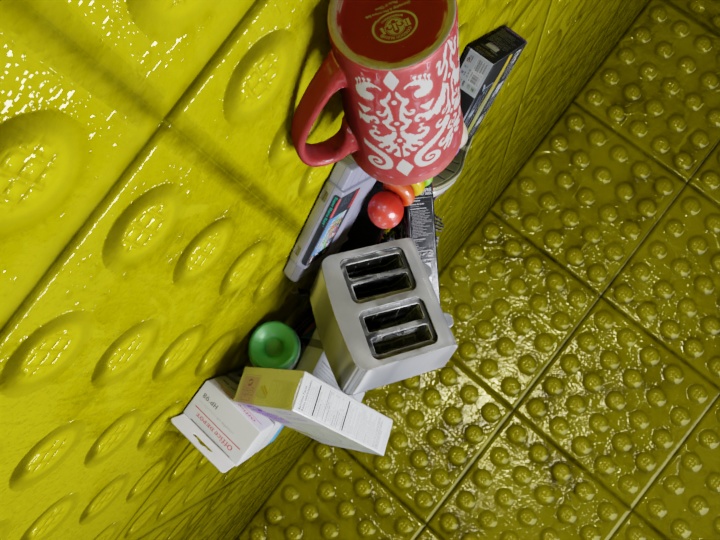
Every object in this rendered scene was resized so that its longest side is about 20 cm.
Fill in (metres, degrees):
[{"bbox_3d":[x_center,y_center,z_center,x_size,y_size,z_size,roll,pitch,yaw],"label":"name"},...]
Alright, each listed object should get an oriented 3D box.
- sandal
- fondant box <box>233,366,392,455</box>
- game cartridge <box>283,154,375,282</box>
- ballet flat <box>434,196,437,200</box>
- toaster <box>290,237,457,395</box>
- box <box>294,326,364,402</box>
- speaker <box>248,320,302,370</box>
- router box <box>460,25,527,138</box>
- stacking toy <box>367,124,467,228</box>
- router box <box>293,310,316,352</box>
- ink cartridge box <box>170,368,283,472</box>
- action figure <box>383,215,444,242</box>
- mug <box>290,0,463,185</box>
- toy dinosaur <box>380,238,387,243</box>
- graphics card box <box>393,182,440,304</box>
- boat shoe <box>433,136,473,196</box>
[{"bbox_3d":[0.004,-0.060,1.007,0.202,0.074,0.045,-57,177,9],"label":"sandal"},{"bbox_3d":[-0.068,0.208,0.932,0.143,0.199,0.059,-5,-123,45],"label":"fondant box"},{"bbox_3d":[-0.032,-0.080,0.887,0.202,0.038,0.130,-60,171,35],"label":"game cartridge"},{"bbox_3d":[0.110,-0.149,1.207,0.071,0.070,0.200,-35,180,30],"label":"ballet flat"},{"bbox_3d":[0.023,0.066,0.913,0.196,0.184,0.119,-12,156,-19],"label":"toaster"},{"bbox_3d":[-0.017,0.119,1.043,0.156,0.041,0.202,54,54,-46],"label":"box"},{"bbox_3d":[-0.134,0.145,1.039,0.089,0.088,0.200,-48,169,-16],"label":"speaker"},{"bbox_3d":[0.187,-0.294,1.060,0.157,0.052,0.201,-42,165,-46],"label":"router box"},{"bbox_3d":[0.077,-0.149,0.936,0.201,0.085,0.086,-54,171,-17],"label":"stacking toy"},{"bbox_3d":[-0.023,0.089,1.189,0.200,0.147,0.052,-43,123,-40],"label":"router box"},{"bbox_3d":[-0.190,0.224,0.971,0.067,0.115,0.200,-51,170,6],"label":"ink cartridge box"},{"bbox_3d":[0.094,-0.051,1.252,0.120,0.102,0.200,-52,-175,-15],"label":"action figure"},{"bbox_3d":[0.024,-0.165,0.595,0.179,0.133,0.200,-52,166,-8],"label":"mug"},{"bbox_3d":[0.000,0.000,1.173,0.134,0.103,0.201,-24,-161,21],"label":"toy dinosaur"},{"bbox_3d":[0.090,-0.050,1.050,0.125,0.050,0.204,-131,-146,-76],"label":"graphics card box"},{"bbox_3d":[0.154,-0.190,1.159,0.201,0.074,0.069,-53,166,-38],"label":"boat shoe"}]
